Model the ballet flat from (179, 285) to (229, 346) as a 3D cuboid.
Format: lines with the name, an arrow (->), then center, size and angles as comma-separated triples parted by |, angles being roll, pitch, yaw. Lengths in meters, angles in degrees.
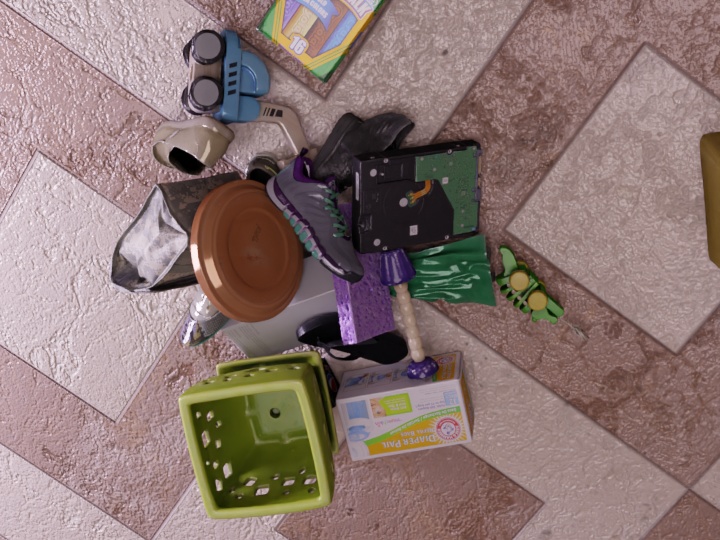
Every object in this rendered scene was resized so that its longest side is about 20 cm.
ballet flat -> -0.201, 0.029, 1.606 | 0.199, 0.072, 0.072 | -39, 102, -1

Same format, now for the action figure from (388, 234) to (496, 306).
action figure -> 0.103, 0.003, 1.645 | 0.196, 0.055, 0.120 | -4, 111, 17

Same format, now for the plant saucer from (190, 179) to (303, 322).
plant saucer -> -0.153, -0.029, 1.531 | 0.032, 0.200, 0.203 | -10, 112, 42

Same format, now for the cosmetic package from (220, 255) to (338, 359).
cosmetic package -> -0.105, 0.056, 1.655 | 0.197, 0.082, 0.113 | -19, 143, 12

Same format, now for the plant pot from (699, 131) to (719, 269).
plant pot -> 0.582, -0.081, 1.469 | 0.192, 0.200, 0.197 | -8, 109, 10

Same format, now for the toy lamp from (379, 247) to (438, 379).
toy lamp -> 0.071, 0.061, 1.620 | 0.057, 0.058, 0.203 | -14, 106, 12

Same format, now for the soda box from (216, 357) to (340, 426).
soda box -> -0.132, 0.217, 1.746 | 0.198, 0.071, 0.064 | -25, 104, 15

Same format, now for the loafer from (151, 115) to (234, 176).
loafer -> -0.255, -0.174, 1.568 | 0.075, 0.199, 0.069 | 36, 68, -25

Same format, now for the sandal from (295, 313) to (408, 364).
sandal -> -0.006, 0.112, 1.649 | 0.198, 0.043, 0.076 | 16, 138, -32

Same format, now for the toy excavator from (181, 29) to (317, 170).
toy excavator -> -0.156, -0.243, 1.565 | 0.196, 0.100, 0.198 | 2, 92, -17

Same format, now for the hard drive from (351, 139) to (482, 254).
hard drive -> 0.081, -0.108, 1.563 | 0.197, 0.038, 0.142 | -11, 115, -22

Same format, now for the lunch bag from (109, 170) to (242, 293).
lunch bag -> -0.261, -0.038, 1.598 | 0.200, 0.163, 0.118 | -46, 70, 38

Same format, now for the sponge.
sponge -> 0.000, 0.000, 1.599 | 0.029, 0.111, 0.204 | -7, 93, 35

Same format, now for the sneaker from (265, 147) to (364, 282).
sneaker -> -0.049, -0.078, 1.515 | 0.088, 0.074, 0.200 | -46, 73, 18

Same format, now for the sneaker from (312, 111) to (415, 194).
sneaker -> -0.010, -0.149, 1.573 | 0.103, 0.060, 0.202 | 31, 94, 21

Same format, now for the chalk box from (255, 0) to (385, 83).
chalk box -> -0.030, -0.382, 1.482 | 0.123, 0.125, 0.201 | 38, 112, -7

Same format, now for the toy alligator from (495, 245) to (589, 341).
toy alligator -> 0.262, 0.049, 1.636 | 0.054, 0.059, 0.200 | -40, 101, 19

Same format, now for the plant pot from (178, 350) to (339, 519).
plant pot -> -0.137, 0.232, 1.617 | 0.196, 0.182, 0.202 | -9, 105, 12

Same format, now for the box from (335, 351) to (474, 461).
box -> 0.073, 0.212, 1.700 | 0.197, 0.102, 0.114 | -12, 108, 12

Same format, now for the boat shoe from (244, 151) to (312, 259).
boat shoe -> -0.117, -0.078, 1.640 | 0.071, 0.060, 0.204 | -23, 106, 14
